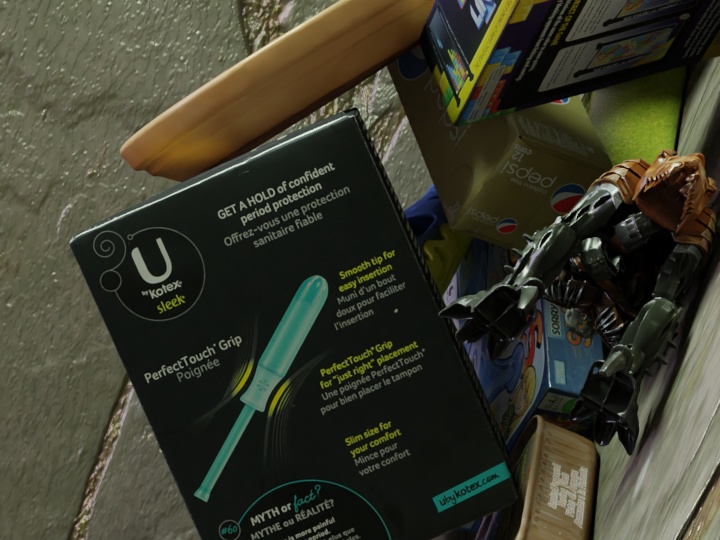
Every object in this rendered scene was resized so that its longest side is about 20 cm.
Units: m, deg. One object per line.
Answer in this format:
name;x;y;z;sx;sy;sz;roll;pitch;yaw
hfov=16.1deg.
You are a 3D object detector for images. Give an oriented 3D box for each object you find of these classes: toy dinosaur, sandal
toy dinosaur;0.115;-0.008;1.153;0.136;0.102;0.200;-52;-26;-21
sandal;0.000;0.000;1.388;0.200;0.087;0.080;-45;-17;-50

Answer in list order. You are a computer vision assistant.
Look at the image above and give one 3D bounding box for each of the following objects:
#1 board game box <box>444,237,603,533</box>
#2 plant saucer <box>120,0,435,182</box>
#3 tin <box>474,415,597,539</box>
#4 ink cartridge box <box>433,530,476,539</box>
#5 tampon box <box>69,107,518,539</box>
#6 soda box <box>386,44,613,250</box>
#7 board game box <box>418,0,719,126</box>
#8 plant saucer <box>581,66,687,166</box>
board game box;0.087;0.026;1.388;0.135;0.034;0.200;119;158;-45
plant saucer;-0.033;-0.101;1.328;0.200;0.037;0.200;-32;1;1
tin;0.076;0.146;1.216;0.200;0.042;0.112;-70;-1;-64
ink cartridge box;0.018;0.141;1.471;0.200;0.084;0.145;-72;-23;-72
tampon box;-0.030;0.041;1.238;0.150;0.200;0.126;-23;4;2
soda box;0.067;-0.096;1.363;0.068;0.064;0.200;-55;32;28
board game box;0.130;-0.153;1.207;0.200;0.165;0.057;117;133;-65
plant saucer;0.130;-0.028;1.501;0.200;0.048;0.200;-70;3;-56
